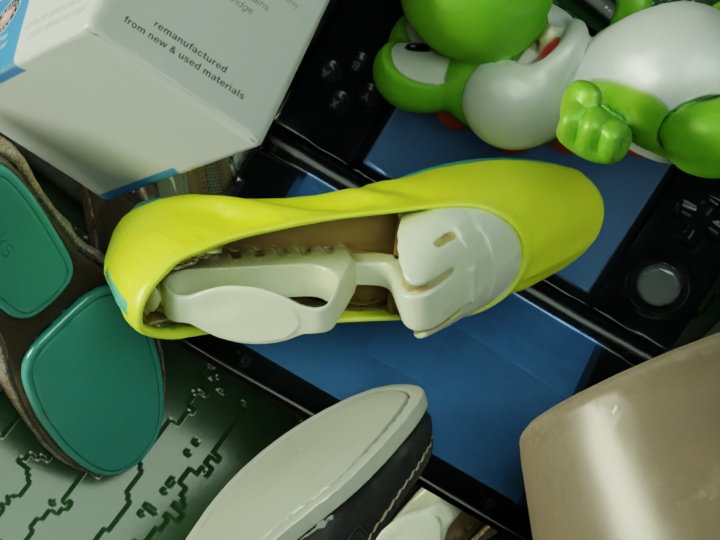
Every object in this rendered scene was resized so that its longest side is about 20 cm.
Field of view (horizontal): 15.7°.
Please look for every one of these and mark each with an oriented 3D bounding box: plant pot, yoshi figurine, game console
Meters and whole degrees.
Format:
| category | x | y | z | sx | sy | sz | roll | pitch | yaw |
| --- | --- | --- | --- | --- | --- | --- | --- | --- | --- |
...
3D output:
| category | x | y | z | sx | sy | sz | roll | pitch | yaw |
| --- | --- | --- | --- | --- | --- | --- | --- | --- | --- |
| plant pot | 0.145 | 0.119 | 0.998 | 0.200 | 0.200 | 0.175 | -20 | 79 | -15 |
| yoshi figurine | 0.095 | -0.091 | 1.001 | 0.200 | 0.112 | 0.112 | 6 | 98 | 21 |
| game console | 0.049 | -0.015 | 1.075 | 0.200 | 0.119 | 0.172 | 30 | 114 | -2 |

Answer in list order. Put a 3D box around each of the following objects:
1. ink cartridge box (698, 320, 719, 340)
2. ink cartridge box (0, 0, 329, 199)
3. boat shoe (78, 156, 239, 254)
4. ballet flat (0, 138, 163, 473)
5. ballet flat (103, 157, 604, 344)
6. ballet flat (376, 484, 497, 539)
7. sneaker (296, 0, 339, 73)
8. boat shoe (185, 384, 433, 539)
| category | x | y | z | sx | sy | sz | roll | pitch | yaw |
| --- | --- | --- | --- | --- | --- | --- | --- | --- | --- |
| ink cartridge box | 0.230 | 0.095 | 1.122 | 0.083 | 0.146 | 0.200 | -38 | 90 | -14 |
| ink cartridge box | -0.061 | -0.141 | 1.023 | 0.084 | 0.145 | 0.200 | 33 | 68 | -21 |
| boat shoe | -0.088 | -0.090 | 1.132 | 0.076 | 0.072 | 0.200 | -4 | 85 | -39 |
| ballet flat | -0.135 | 0.004 | 1.059 | 0.068 | 0.200 | 0.067 | -37 | 48 | -14 |
| ballet flat | 0.000 | 0.000 | 1.022 | 0.200 | 0.067 | 0.067 | -4 | 122 | -3 |
| ballet flat | 0.042 | 0.091 | 1.121 | 0.068 | 0.067 | 0.200 | 42 | 74 | -3 |
| sneaker | 0.018 | -0.113 | 1.160 | 0.200 | 0.070 | 0.082 | 36 | 56 | -6 |
| boat shoe | -0.032 | 0.121 | 0.996 | 0.200 | 0.074 | 0.060 | -47 | 114 | -36 |
